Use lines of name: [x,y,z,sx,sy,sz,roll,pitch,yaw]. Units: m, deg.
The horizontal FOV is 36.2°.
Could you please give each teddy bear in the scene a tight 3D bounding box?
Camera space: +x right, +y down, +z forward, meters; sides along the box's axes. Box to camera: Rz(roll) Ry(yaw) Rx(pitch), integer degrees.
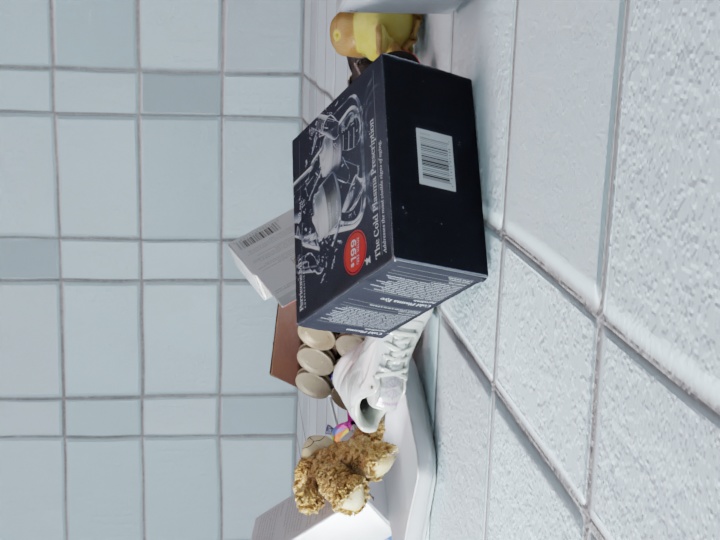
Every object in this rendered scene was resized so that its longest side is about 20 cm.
teddy bear: [-0.025,0.229,1.294,0.145,0.067,0.200,-49,12,1]

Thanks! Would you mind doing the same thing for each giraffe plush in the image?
giraffe plush: [0.013,-0.320,1.296,0.198,0.171,0.165,-7,94,49]

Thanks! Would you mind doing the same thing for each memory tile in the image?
memory tile: [-0.007,0.108,1.348,0.202,0.151,0.017,98,-167,-47]

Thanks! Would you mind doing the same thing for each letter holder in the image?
letter holder: [-0.026,0.069,1.404,0.101,0.140,0.202,-55,-15,-40]

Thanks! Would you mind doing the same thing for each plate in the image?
plate: [0.056,0.218,1.267,0.201,0.032,0.202,-97,10,-50]

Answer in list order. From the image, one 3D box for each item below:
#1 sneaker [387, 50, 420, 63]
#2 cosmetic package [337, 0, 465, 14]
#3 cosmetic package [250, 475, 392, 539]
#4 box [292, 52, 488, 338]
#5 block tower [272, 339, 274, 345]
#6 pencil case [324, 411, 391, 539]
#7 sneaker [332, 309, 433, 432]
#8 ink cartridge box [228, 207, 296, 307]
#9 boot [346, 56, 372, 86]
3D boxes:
sneaker: [0.057,-0.139,1.207,0.087,0.072,0.203,59,-155,-63]
cosmetic package: [0.047,-0.347,0.992,0.199,0.121,0.204,-149,61,-82]
cosmetic package: [-0.047,0.322,1.393,0.071,0.199,0.102,47,-158,-18]
box: [0.021,-0.062,1.031,0.182,0.103,0.203,-36,51,53]
block tower: [-0.057,0.032,1.551,0.202,0.053,0.058,-64,11,9]
pencil case: [0.002,0.295,1.498,0.089,0.087,0.202,100,166,-53]
sneaker: [0.038,0.092,1.201,0.202,0.074,0.100,-64,32,34]
ink cartridge box: [-0.036,-0.028,1.290,0.174,0.198,0.044,44,159,51]
boot: [0.012,-0.219,1.370,0.200,0.068,0.177,168,90,-85]
